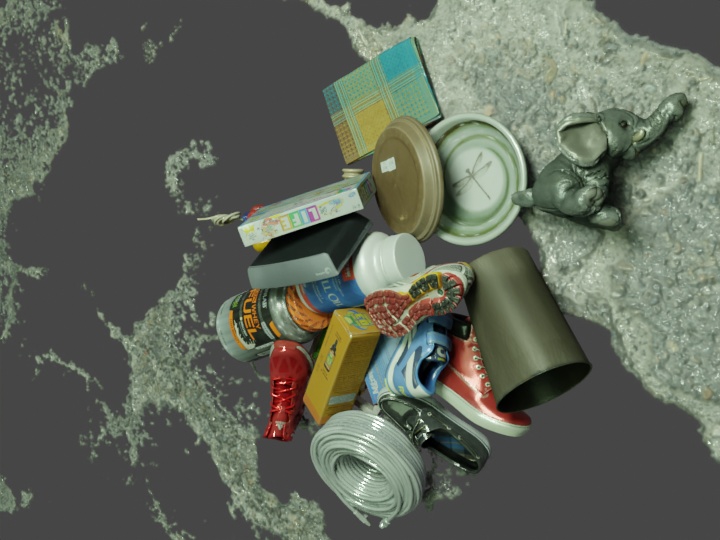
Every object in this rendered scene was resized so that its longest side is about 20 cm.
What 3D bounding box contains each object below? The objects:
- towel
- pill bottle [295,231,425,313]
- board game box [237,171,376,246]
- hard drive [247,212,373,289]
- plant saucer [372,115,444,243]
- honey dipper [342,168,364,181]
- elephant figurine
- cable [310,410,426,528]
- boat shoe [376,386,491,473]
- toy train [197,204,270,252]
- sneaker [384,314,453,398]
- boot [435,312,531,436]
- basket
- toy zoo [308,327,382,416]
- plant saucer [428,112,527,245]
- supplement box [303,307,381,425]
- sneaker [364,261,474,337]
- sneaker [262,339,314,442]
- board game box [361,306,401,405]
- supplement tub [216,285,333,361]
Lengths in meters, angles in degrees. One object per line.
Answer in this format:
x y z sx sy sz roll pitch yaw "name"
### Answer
0.034 -0.277 1.476 0.199 0.022 0.147 -24 79 35 "towel"
0.000 0.000 1.424 0.199 0.112 0.113 -15 85 38 "pill bottle"
-0.081 -0.098 1.415 0.199 0.134 0.034 -17 103 15 "board game box"
-0.086 -0.034 1.408 0.199 0.135 0.042 -9 127 44 "hard drive"
0.068 -0.140 1.398 0.200 0.029 0.201 37 132 56 "plant saucer"
-0.015 -0.071 1.512 0.038 0.038 0.201 6 98 33 "honey dipper"
0.329 -0.165 1.237 0.141 0.154 0.201 -155 82 -75 "elephant figurine"
0.015 0.315 1.444 0.200 0.069 0.200 44 138 -4 "cable"
0.109 0.252 1.390 0.200 0.066 0.070 33 121 3 "boat shoe"
-0.173 -0.052 1.552 0.199 0.085 0.116 -10 101 0 "toy train"
0.107 0.101 1.357 0.082 0.074 0.201 12 84 52 "sneaker"
0.193 0.151 1.368 0.200 0.072 0.145 32 108 32 "boot"
0.226 0.080 1.290 0.181 0.135 0.201 107 148 -60 "basket"
0.000 0.161 1.525 0.200 0.020 0.132 30 109 29 "toy zoo"
0.173 -0.139 1.371 0.199 0.050 0.201 4 96 36 "plant saucer"
-0.031 0.157 1.457 0.067 0.069 0.201 53 137 40 "supplement box"
0.087 0.041 1.311 0.200 0.082 0.078 -19 100 43 "sneaker"
-0.123 0.217 1.511 0.078 0.116 0.201 3 135 8 "sneaker"
0.031 0.108 1.464 0.103 0.019 0.201 -34 62 28 "board game box"
-0.146 0.079 1.546 0.200 0.122 0.123 -23 80 39 "supplement tub"
